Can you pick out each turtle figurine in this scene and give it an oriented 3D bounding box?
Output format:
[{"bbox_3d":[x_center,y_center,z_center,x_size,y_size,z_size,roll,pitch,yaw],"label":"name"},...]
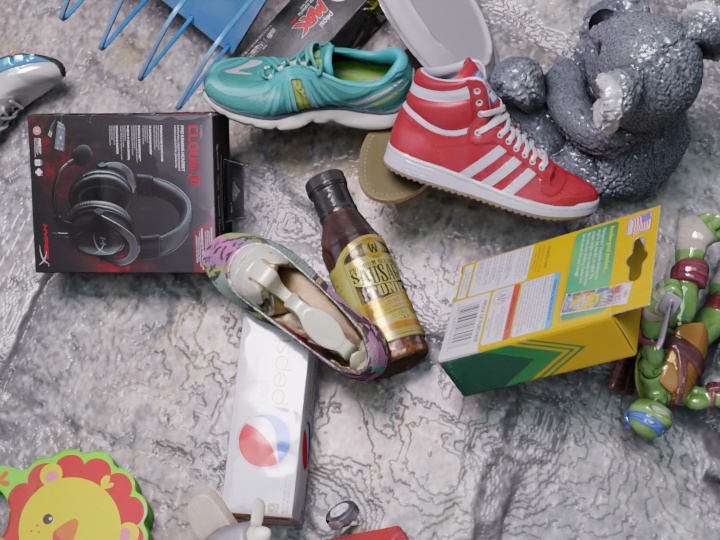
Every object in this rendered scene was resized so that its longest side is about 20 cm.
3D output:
[{"bbox_3d":[0.308,0.052,1.054,0.143,0.200,0.195,23,65,4],"label":"turtle figurine"}]

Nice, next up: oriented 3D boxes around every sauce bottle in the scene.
[{"bbox_3d":[0.000,0.000,1.157,0.065,0.066,0.202,-24,73,-2],"label":"sauce bottle"}]

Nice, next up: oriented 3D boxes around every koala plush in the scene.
[{"bbox_3d":[0.243,-0.165,1.095,0.176,0.200,0.185,-32,87,-14],"label":"koala plush"}]

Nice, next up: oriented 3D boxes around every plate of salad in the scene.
[{"bbox_3d":[0.064,-0.242,1.177,0.048,0.199,0.202,-32,69,31],"label":"plate of salad"}]

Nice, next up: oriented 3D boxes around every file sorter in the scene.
[{"bbox_3d":[-0.200,-0.269,1.152,0.199,0.139,0.123,37,58,-8],"label":"file sorter"}]

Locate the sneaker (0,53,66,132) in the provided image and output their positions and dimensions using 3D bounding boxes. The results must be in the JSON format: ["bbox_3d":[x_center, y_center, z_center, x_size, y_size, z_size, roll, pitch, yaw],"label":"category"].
[{"bbox_3d":[-0.383,-0.151,1.250,0.198,0.075,0.088,-23,79,7],"label":"sneaker"}]

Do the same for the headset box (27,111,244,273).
[{"bbox_3d":[-0.206,-0.075,1.171,0.197,0.077,0.151,1,99,7],"label":"headset box"}]

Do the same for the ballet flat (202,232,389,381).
[{"bbox_3d":[-0.059,0.027,1.084,0.199,0.071,0.069,37,88,10],"label":"ballet flat"}]

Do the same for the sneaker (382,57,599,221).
[{"bbox_3d":[0.128,-0.119,1.087,0.198,0.071,0.114,15,112,-4],"label":"sneaker"}]

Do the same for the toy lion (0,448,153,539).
[{"bbox_3d":[-0.296,0.244,1.122,0.198,0.069,0.193,27,71,14],"label":"toy lion"}]

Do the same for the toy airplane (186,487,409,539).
[{"bbox_3d":[-0.066,0.291,1.026,0.198,0.141,0.201,15,104,-6],"label":"toy airplane"}]

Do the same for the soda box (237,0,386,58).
[{"bbox_3d":[-0.040,-0.241,1.232,0.063,0.071,0.200,39,80,17],"label":"soda box"}]

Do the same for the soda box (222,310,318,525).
[{"bbox_3d":[-0.079,0.127,1.128,0.067,0.064,0.203,3,74,7],"label":"soda box"}]

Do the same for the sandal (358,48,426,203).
[{"bbox_3d":[0.045,-0.122,1.194,0.077,0.070,0.213,13,52,3],"label":"sandal"}]

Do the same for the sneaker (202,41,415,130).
[{"bbox_3d":[-0.047,-0.181,1.135,0.197,0.080,0.078,-1,60,-2],"label":"sneaker"}]

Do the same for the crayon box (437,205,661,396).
[{"bbox_3d":[0.173,0.028,1.064,0.198,0.052,0.126,-18,34,32],"label":"crayon box"}]
